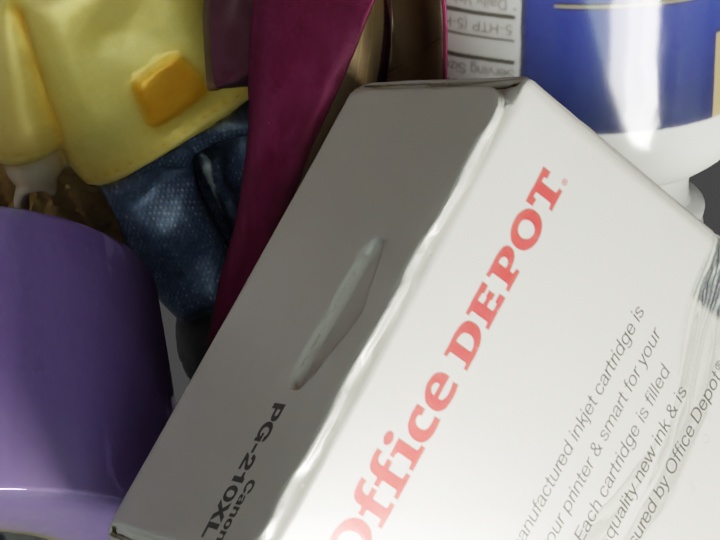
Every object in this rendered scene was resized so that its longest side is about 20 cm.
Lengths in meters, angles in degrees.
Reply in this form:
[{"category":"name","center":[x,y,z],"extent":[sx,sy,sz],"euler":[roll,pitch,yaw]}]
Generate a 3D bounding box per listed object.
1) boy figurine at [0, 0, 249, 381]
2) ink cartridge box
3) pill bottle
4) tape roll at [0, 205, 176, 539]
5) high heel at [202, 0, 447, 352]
[{"category":"boy figurine","center":[-0.062,-0.067,0.797],"extent":[0.124,0.064,0.200],"euler":[-24,116,4]},{"category":"ink cartridge box","center":[0.054,0.060,0.696],"extent":[0.200,0.084,0.145],"euler":[36,75,-29]},{"category":"pill bottle","center":[0.062,-0.087,0.777],"extent":[0.119,0.120,0.201],"euler":[-4,112,-8]},{"category":"tape roll","center":[-0.151,0.058,0.757],"extent":[0.199,0.200,0.085],"euler":[-10,69,-5]},{"category":"high heel","center":[0.000,0.000,0.733],"extent":[0.067,0.096,0.201],"euler":[-16,96,-31]}]
